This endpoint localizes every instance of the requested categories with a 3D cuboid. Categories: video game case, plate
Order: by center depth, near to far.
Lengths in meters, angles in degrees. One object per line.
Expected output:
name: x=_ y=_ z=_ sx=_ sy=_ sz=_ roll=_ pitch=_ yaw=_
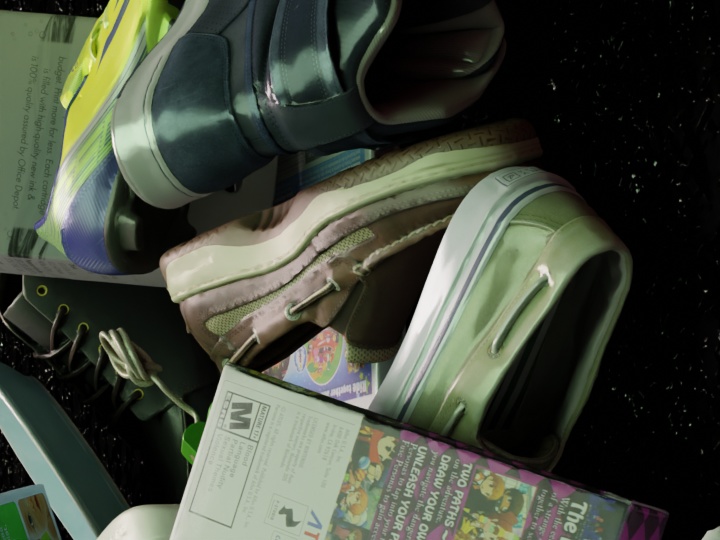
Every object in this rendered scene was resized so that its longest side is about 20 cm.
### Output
video game case: x=-0.003 y=0.151 z=0.812 sx=0.181 sy=0.036 sz=0.201 roll=16 pitch=88 yaw=35
video game case: x=-0.021 y=-0.026 z=1.044 sx=0.143 sy=0.018 sz=0.201 roll=-19 pitch=70 yaw=61
plate: x=-0.137 y=0.115 z=1.156 sx=0.200 sy=0.026 sz=0.200 roll=52 pitch=168 yaw=16

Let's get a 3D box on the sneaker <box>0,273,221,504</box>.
sneaker: x=-0.120 y=0.057 z=1.130 sx=0.075 sy=0.106 sz=0.200 roll=-49 pitch=45 yaw=51

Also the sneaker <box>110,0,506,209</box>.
sneaker: x=-0.003 y=-0.114 z=0.924 sx=0.146 sy=0.077 sz=0.203 roll=-17 pitch=37 yaw=33

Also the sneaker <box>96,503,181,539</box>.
sneaker: x=-0.091 y=0.163 z=0.981 sx=0.200 sy=0.075 sz=0.085 roll=122 pitch=140 yaw=-64

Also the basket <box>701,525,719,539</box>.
basket: x=0.112 y=0.161 z=0.639 sx=0.200 sy=0.135 sz=0.124 roll=-49 pitch=49 yaw=50

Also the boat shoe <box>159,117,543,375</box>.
boat shoe: x=0.004 y=-0.001 z=0.932 sx=0.202 sy=0.075 sz=0.075 roll=-22 pitch=88 yaw=48

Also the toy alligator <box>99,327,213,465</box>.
toy alligator: x=-0.031 y=0.088 z=0.965 sx=0.200 sy=0.054 sz=0.059 roll=51 pitch=158 yaw=18

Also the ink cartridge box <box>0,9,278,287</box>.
ink cartridge box: x=-0.134 y=-0.055 z=1.081 sx=0.067 sy=0.199 sz=0.116 roll=76 pitch=-160 yaw=-79

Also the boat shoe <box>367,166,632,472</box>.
boat shoe: x=0.042 y=0.061 z=0.854 sx=0.062 sy=0.072 sz=0.200 roll=42 pitch=123 yaw=50

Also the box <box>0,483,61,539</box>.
box: x=-0.190 y=0.215 z=1.083 sx=0.176 sy=0.096 sz=0.200 roll=0 pitch=-109 yaw=-77

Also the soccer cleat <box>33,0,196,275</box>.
soccer cleat: x=-0.098 y=-0.098 z=1.012 sx=0.084 sy=0.065 sz=0.201 roll=12 pitch=88 yaw=37
